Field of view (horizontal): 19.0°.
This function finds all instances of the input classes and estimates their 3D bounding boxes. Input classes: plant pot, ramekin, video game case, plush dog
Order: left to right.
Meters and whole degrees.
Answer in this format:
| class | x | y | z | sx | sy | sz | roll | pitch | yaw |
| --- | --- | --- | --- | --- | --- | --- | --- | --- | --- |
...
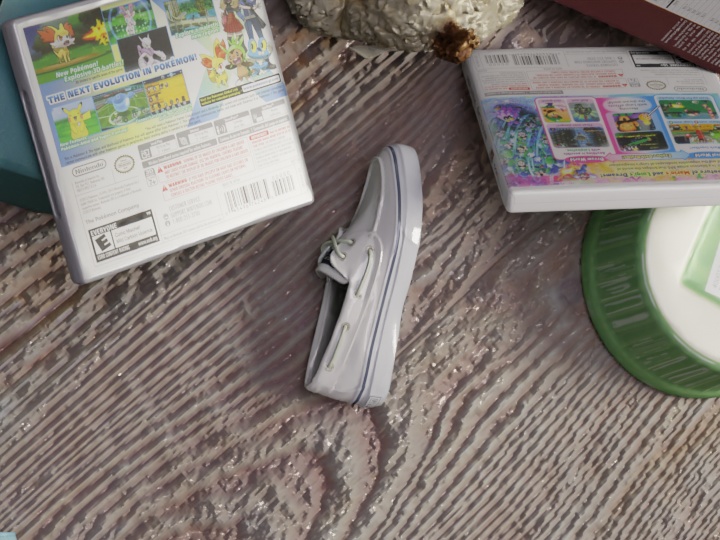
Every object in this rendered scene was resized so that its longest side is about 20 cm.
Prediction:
| class | x | y | z | sx | sy | sz | roll | pitch | yaw |
| --- | --- | --- | --- | --- | --- | --- | --- | --- | --- |
| plant pot | -0.196 | -0.108 | 1.540 | 0.199 | 0.141 | 0.142 | 21 | 77 | -23 |
| video game case | -0.136 | -0.107 | 1.491 | 0.199 | 0.022 | 0.184 | -21 | 101 | -33 |
| plush dog | 0.052 | -0.253 | 1.599 | 0.198 | 0.160 | 0.173 | -3 | 108 | -16 |
| video game case | 0.190 | -0.111 | 1.642 | 0.198 | 0.024 | 0.183 | -2 | 41 | -10 |
| ramekin | 0.282 | -0.003 | 1.686 | 0.198 | 0.098 | 0.202 | 2 | 82 | -16 |

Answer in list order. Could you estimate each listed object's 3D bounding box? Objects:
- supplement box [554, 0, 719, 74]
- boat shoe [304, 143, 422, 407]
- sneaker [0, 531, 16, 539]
| class | x | y | z | sx | sy | sz | roll | pitch | yaw |
| --- | --- | --- | --- | --- | --- | --- | --- | --- | --- |
| supplement box | 0.262 | -0.287 | 1.670 | 0.199 | 0.133 | 0.198 | 22 | 58 | -13 |
| boat shoe | 0.000 | 0.000 | 1.615 | 0.066 | 0.073 | 0.202 | 10 | 81 | -18 |
| sneaker | -0.262 | 0.226 | 1.510 | 0.082 | 0.074 | 0.201 | -38 | 95 | -14 |
